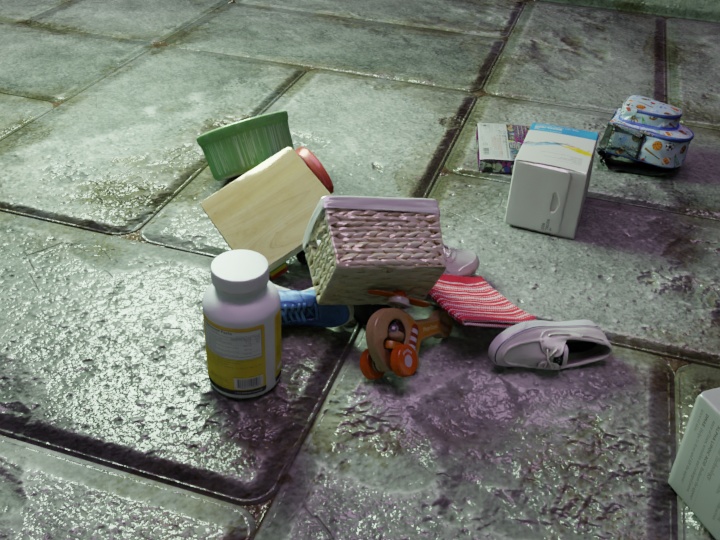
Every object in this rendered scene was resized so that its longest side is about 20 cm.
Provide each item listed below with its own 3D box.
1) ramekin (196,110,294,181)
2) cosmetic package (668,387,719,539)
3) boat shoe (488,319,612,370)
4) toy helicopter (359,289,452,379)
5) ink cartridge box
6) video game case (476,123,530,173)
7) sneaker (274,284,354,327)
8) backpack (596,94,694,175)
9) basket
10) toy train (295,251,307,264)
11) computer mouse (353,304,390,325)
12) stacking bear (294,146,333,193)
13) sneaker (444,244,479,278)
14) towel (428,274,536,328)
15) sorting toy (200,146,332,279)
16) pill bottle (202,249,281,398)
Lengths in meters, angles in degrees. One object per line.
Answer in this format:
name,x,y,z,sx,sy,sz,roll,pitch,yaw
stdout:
ramekin,-0.233,-0.257,1.675,0.198,0.099,0.200,-17,8,2
cosmetic package,0.515,0.254,0.971,0.163,0.166,0.200,-11,36,-18
boat shoe,0.296,0.123,1.243,0.198,0.073,0.066,-1,28,-21
toy helicopter,0.077,0.086,1.243,0.078,0.134,0.199,-12,-1,42
ink cartridge box,0.390,-0.187,1.632,0.143,0.149,0.200,13,35,16
video game case,0.362,-0.283,1.873,0.179,0.036,0.201,4,34,3
sneaker,-0.117,0.071,1.277,0.198,0.078,0.111,11,28,19
backpack,0.663,-0.311,1.845,0.189,0.155,0.200,26,36,14
basket,0.023,-0.027,1.247,0.198,0.136,0.125,-1,60,-20
toy train,-0.022,-0.037,1.485,0.198,0.034,0.046,-6,37,-13
computer mouse,0.000,0.000,1.355,0.137,0.053,0.201,-25,55,9
stacking bear,-0.173,-0.152,1.579,0.199,0.115,0.121,-32,8,-24
sneaker,0.116,-0.029,1.422,0.197,0.100,0.078,-1,34,-6
towel,0.184,0.047,1.319,0.143,0.023,0.200,4,18,-21
sorting toy,-0.153,-0.093,1.455,0.199,0.070,0.199,-34,60,-10
pill bottle,-0.170,0.076,1.157,0.111,0.202,0.112,2,33,-1
